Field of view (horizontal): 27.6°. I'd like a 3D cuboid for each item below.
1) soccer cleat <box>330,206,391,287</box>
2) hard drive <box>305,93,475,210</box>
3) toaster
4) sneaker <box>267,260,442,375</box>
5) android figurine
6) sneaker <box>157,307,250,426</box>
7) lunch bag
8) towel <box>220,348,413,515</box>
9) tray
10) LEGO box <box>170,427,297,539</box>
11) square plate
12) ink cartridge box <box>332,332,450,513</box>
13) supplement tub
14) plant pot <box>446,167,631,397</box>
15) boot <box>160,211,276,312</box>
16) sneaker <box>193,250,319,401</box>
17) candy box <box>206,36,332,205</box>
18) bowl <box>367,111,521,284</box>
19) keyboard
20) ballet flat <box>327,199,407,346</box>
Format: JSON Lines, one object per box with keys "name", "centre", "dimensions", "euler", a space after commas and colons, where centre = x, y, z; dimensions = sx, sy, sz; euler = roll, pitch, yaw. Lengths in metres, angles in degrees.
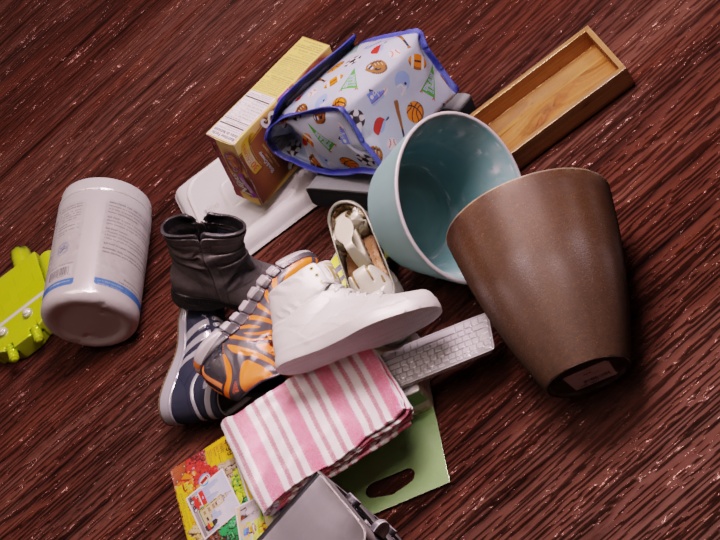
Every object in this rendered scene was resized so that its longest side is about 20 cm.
{"name": "soccer cleat", "centre": [0.000, -0.001, 1.771], "dimensions": [0.084, 0.065, 0.200], "euler": [-14, 49, 41]}
{"name": "hard drive", "centre": [0.040, -0.152, 1.841], "dimensions": [0.139, 0.033, 0.200], "euler": [6, 46, 38]}
{"name": "toaster", "centre": [-0.038, 0.328, 1.482], "dimensions": [0.200, 0.181, 0.119], "euler": [-48, 46, -5]}
{"name": "sneaker", "centre": [-0.014, 0.031, 1.628], "dimensions": [0.200, 0.074, 0.116], "euler": [-19, 64, 15]}
{"name": "android figurine", "centre": [-0.494, 0.052, 2.100], "dimensions": [0.182, 0.041, 0.200], "euler": [-35, 44, 8]}
{"name": "sneaker", "centre": [-0.177, 0.099, 1.822], "dimensions": [0.108, 0.070, 0.200], "euler": [-5, 61, 35]}
{"name": "lunch bag", "centre": [-0.012, -0.208, 1.818], "dimensions": [0.170, 0.124, 0.200], "euler": [-45, 25, -26]}
{"name": "towel", "centre": [-0.052, 0.165, 1.618], "dimensions": [0.200, 0.030, 0.146], "euler": [-33, 45, -1]}
{"name": "tray", "centre": [0.225, -0.202, 1.784], "dimensions": [0.200, 0.037, 0.099], "euler": [-37, 46, 8]}
{"name": "LEGO box", "centre": [-0.116, 0.279, 1.645], "dimensions": [0.149, 0.077, 0.200], "euler": [-34, 46, 11]}
{"name": "square plate", "centre": [-0.156, -0.108, 1.986], "dimensions": [0.198, 0.028, 0.200], "euler": [-36, 45, 7]}
{"name": "ink cartridge box", "centre": [0.014, 0.172, 1.655], "dimensions": [0.145, 0.048, 0.200], "euler": [-25, 45, 17]}
{"name": "supplement tub", "centre": [-0.355, -0.011, 1.983], "dimensions": [0.132, 0.132, 0.200], "euler": [-16, 51, 25]}
{"name": "plant pot", "centre": [0.209, 0.026, 1.550], "dimensions": [0.187, 0.187, 0.200], "euler": [-26, 62, 17]}
{"name": "boot", "centre": [-0.141, -0.009, 1.787], "dimensions": [0.200, 0.132, 0.070], "euler": [-1, 45, -4]}
{"name": "sneaker", "centre": [-0.094, 0.076, 1.728], "dimensions": [0.112, 0.078, 0.200], "euler": [37, 84, 29]}
{"name": "candy box", "centre": [-0.102, -0.196, 1.919], "dimensions": [0.056, 0.117, 0.200], "euler": [25, 63, 36]}
{"name": "bowl", "centre": [0.086, -0.074, 1.700], "dimensions": [0.105, 0.201, 0.201], "euler": [-16, 49, 50]}
{"name": "keyboard", "centre": [0.056, 0.103, 1.637], "dimensions": [0.200, 0.011, 0.056], "euler": [-23, 48, 17]}
{"name": "ballet flat", "centre": [0.003, 0.000, 1.699], "dimensions": [0.067, 0.064, 0.200], "euler": [-28, 53, 11]}
